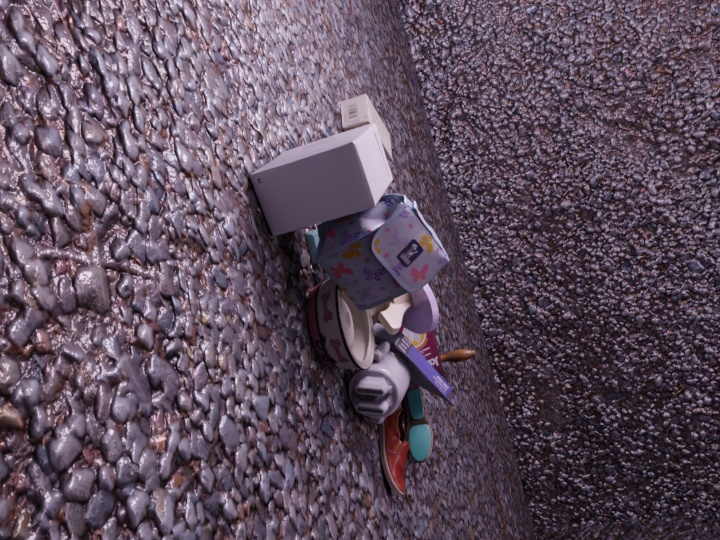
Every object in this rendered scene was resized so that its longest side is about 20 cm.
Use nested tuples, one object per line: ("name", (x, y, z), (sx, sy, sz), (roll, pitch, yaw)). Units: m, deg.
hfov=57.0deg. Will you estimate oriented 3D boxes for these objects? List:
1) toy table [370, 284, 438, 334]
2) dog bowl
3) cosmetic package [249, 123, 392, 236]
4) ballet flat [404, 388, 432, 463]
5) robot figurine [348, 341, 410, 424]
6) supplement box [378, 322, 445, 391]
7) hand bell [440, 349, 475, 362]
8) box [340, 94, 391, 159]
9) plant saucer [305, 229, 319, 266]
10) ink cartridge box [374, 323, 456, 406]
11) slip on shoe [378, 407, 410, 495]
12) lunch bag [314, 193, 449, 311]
("toy table", (0.065, 0.060, 1.435), (0.117, 0.200, 0.184), (-9, 125, -36))
("dog bowl", (-0.039, 0.104, 1.315), (0.200, 0.074, 0.201), (-14, 90, -73))
("cosmetic package", (-0.064, -0.169, 1.214), (0.200, 0.199, 0.123), (-58, 132, -66))
("ballet flat", (0.152, 0.403, 1.732), (0.065, 0.070, 0.201), (75, 13, -66))
("robot figurine", (0.043, 0.239, 1.410), (0.200, 0.113, 0.170), (-41, 136, -71))
("supplement box", (0.128, 0.189, 1.683), (0.086, 0.110, 0.201), (13, -59, 69))
("hand bell", (0.216, 0.245, 1.817), (0.104, 0.199, 0.104), (-12, 90, -73))
("box", (0.019, -0.390, 1.854), (0.200, 0.078, 0.095), (48, 34, -59))
("plant saucer", (-0.071, -0.058, 1.427), (0.200, 0.019, 0.070), (-30, 107, -73))
("ink cartridge box", (0.123, 0.211, 1.524), (0.200, 0.041, 0.200), (48, -12, -23))
("slip on shoe", (0.082, 0.405, 1.506), (0.074, 0.061, 0.201), (45, 38, -64))
("lunch bag", (0.040, -0.035, 1.222), (0.170, 0.200, 0.127), (51, 25, -37))
